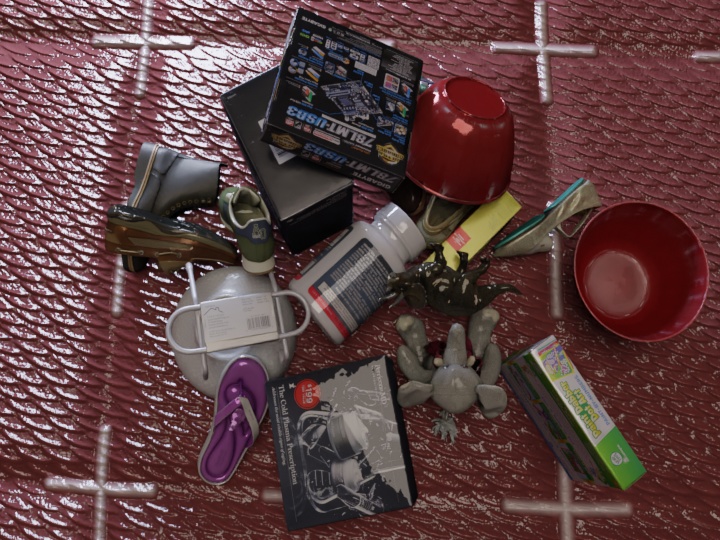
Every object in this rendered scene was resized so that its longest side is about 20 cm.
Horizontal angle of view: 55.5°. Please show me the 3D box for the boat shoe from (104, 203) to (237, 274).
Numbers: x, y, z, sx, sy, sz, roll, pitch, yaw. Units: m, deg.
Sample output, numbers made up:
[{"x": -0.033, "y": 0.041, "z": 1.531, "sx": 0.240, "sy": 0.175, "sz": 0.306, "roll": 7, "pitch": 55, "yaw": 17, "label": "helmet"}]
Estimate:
[{"x": -0.284, "y": -0.037, "z": 1.020, "sx": 0.195, "sy": 0.076, "sz": 0.076, "roll": 16, "pitch": 99, "yaw": -22, "label": "boat shoe"}]

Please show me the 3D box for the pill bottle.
[{"x": 0.000, "y": 0.000, "z": 1.021, "sx": 0.199, "sy": 0.120, "sz": 0.120, "roll": -42, "pitch": 81, "yaw": -8, "label": "pill bottle"}]

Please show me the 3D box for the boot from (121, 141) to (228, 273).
[{"x": -0.290, "y": -0.091, "z": 1.067, "sx": 0.134, "sy": 0.077, "sz": 0.207, "roll": 10, "pitch": 83, "yaw": -7, "label": "boot"}]

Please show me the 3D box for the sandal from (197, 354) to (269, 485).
[{"x": -0.177, "y": 0.222, "z": 0.978, "sx": 0.080, "sy": 0.050, "sz": 0.208, "roll": 13, "pitch": 104, "yaw": -18, "label": "sandal"}]

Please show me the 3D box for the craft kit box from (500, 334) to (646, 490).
[{"x": 0.279, "y": 0.196, "z": 0.943, "sx": 0.048, "sy": 0.198, "sz": 0.203, "roll": -32, "pitch": 81, "yaw": -6, "label": "craft kit box"}]

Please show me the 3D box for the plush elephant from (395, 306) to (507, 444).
[{"x": 0.131, "y": 0.142, "z": 0.974, "sx": 0.159, "sy": 0.155, "sz": 0.207, "roll": 2, "pitch": 78, "yaw": 0, "label": "plush elephant"}]

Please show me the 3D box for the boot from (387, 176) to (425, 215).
[{"x": 0.009, "y": -0.177, "z": 1.038, "sx": 0.072, "sy": 0.164, "sz": 0.205, "roll": -37, "pitch": 65, "yaw": 34, "label": "boot"}]

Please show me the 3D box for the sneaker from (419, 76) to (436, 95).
[{"x": 0.063, "y": -0.313, "z": 1.111, "sx": 0.193, "sy": 0.075, "sz": 0.090, "roll": 5, "pitch": 72, "yaw": 1, "label": "sneaker"}]

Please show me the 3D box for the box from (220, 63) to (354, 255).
[{"x": -0.101, "y": -0.156, "z": 1.012, "sx": 0.121, "sy": 0.199, "sz": 0.204, "roll": -26, "pitch": 79, "yaw": -5, "label": "box"}]

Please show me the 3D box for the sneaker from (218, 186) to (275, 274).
[{"x": -0.167, "y": -0.089, "z": 1.007, "sx": 0.065, "sy": 0.092, "sz": 0.202, "roll": -11, "pitch": 41, "yaw": -18, "label": "sneaker"}]

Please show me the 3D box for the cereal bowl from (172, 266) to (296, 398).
[{"x": -0.192, "y": 0.091, "z": 1.022, "sx": 0.193, "sy": 0.083, "sz": 0.207, "roll": 0, "pitch": 79, "yaw": -1, "label": "cereal bowl"}]

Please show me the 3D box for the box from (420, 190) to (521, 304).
[{"x": 0.158, "y": -0.037, "z": 1.053, "sx": 0.199, "sy": 0.075, "sz": 0.050, "roll": -43, "pitch": 81, "yaw": -7, "label": "box"}]

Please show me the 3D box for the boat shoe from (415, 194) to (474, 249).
[{"x": 0.151, "y": -0.126, "z": 1.066, "sx": 0.072, "sy": 0.063, "sz": 0.202, "roll": 35, "pitch": 69, "yaw": 8, "label": "boat shoe"}]

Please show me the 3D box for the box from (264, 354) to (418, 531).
[{"x": -0.025, "y": 0.239, "z": 0.968, "sx": 0.176, "sy": 0.104, "sz": 0.207, "roll": -13, "pitch": 78, "yaw": 6, "label": "box"}]

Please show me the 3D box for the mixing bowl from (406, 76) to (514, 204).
[{"x": 0.150, "y": -0.208, "z": 1.003, "sx": 0.194, "sy": 0.110, "sz": 0.204, "roll": 11, "pitch": 46, "yaw": -11, "label": "mixing bowl"}]

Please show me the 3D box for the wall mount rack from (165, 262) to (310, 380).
[{"x": -0.173, "y": 0.052, "z": 0.949, "sx": 0.194, "sy": 0.075, "sz": 0.179, "roll": -8, "pitch": 72, "yaw": -16, "label": "wall mount rack"}]

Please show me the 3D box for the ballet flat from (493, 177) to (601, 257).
[{"x": 0.297, "y": -0.067, "z": 1.065, "sx": 0.198, "sy": 0.067, "sz": 0.063, "roll": -37, "pitch": 90, "yaw": -7, "label": "ballet flat"}]

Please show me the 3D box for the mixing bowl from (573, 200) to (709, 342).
[{"x": 0.400, "y": 0.011, "z": 1.025, "sx": 0.193, "sy": 0.109, "sz": 0.207, "roll": 0, "pitch": 78, "yaw": 0, "label": "mixing bowl"}]

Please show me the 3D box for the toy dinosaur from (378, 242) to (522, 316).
[{"x": 0.128, "y": 0.021, "z": 0.978, "sx": 0.194, "sy": 0.077, "sz": 0.106, "roll": 16, "pitch": 92, "yaw": -5, "label": "toy dinosaur"}]

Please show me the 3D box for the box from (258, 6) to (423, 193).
[{"x": -0.020, "y": -0.230, "z": 0.918, "sx": 0.194, "sy": 0.050, "sz": 0.204, "roll": 18, "pitch": 64, "yaw": -15, "label": "box"}]
